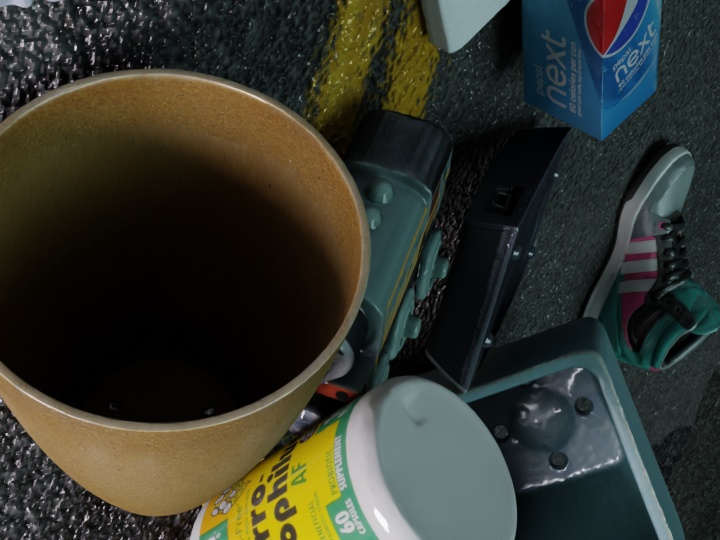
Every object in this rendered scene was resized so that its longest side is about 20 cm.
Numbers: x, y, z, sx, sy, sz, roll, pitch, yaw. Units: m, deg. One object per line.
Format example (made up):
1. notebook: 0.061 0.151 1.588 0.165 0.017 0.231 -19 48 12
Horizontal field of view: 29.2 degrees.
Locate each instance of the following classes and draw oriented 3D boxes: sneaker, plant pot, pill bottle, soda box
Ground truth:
1. sneaker: 0.273 0.004 1.193 0.083 0.120 0.202 -13 128 -48
2. plant pot: 0.123 0.143 1.001 0.198 0.194 0.200 67 19 -9
3. plant pot: -0.097 0.039 0.679 0.186 0.186 0.201 -38 159 -27
4. pill bottle: -0.022 0.148 0.742 0.199 0.114 0.112 -36 162 35
5. soda box: 0.142 -0.181 0.849 0.064 0.068 0.201 -41 146 -24

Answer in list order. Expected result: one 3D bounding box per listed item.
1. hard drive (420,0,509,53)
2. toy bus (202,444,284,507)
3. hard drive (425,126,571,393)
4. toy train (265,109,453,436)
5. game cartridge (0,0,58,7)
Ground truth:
1. hard drive: 0.073 -0.239 0.790 0.132 0.027 0.201 -45 147 -19
2. toy bus: -0.082 0.234 0.920 0.191 0.136 0.201 -33 143 -6
3. hard drive: 0.095 -0.018 0.939 0.200 0.042 0.136 -53 160 -61
4. toy train: 0.000 0.000 0.804 0.115 0.084 0.201 96 15 -48
5. game cartridge: -0.084 -0.197 0.603 0.199 0.041 0.134 -25 139 -42
